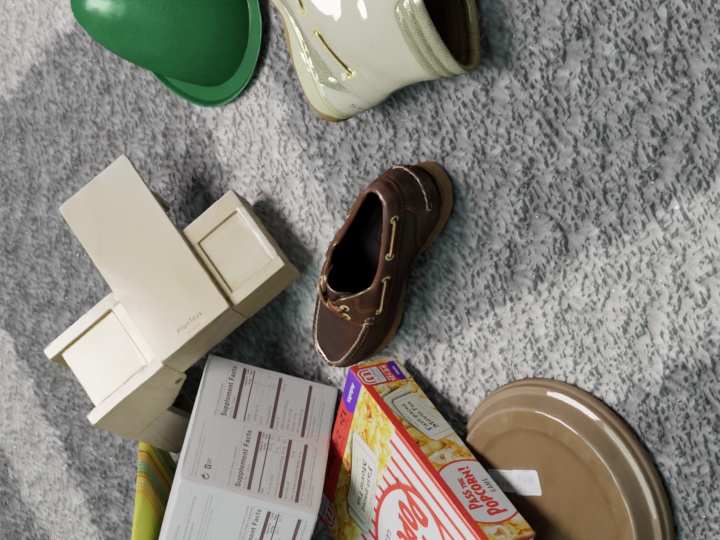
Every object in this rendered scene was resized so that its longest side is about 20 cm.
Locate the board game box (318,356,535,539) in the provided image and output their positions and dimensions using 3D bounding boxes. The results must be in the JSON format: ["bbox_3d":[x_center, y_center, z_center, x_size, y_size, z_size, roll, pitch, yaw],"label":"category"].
[{"bbox_3d":[0.044,0.187,1.468,0.200,0.046,0.153,50,139,40],"label":"board game box"}]

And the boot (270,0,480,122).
[{"bbox_3d":[-0.002,-0.215,1.376,0.154,0.072,0.202,-14,100,49],"label":"boot"}]

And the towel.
[{"bbox_3d":[-0.179,0.232,1.660,0.018,0.201,0.086,-10,139,13],"label":"towel"}]

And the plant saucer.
[{"bbox_3d":[0.139,0.177,1.415,0.199,0.029,0.202,21,120,41],"label":"plant saucer"}]

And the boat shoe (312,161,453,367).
[{"bbox_3d":[0.000,0.000,1.461,0.070,0.070,0.201,44,134,24],"label":"boat shoe"}]

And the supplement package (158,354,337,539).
[{"bbox_3d":[-0.100,0.200,1.558,0.110,0.156,0.201,15,125,-5],"label":"supplement package"}]

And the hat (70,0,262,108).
[{"bbox_3d":[-0.202,-0.199,1.511,0.200,0.175,0.167,40,131,28],"label":"hat"}]

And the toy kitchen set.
[{"bbox_3d":[-0.155,0.016,1.629,0.200,0.180,0.164,-39,69,6],"label":"toy kitchen set"}]
